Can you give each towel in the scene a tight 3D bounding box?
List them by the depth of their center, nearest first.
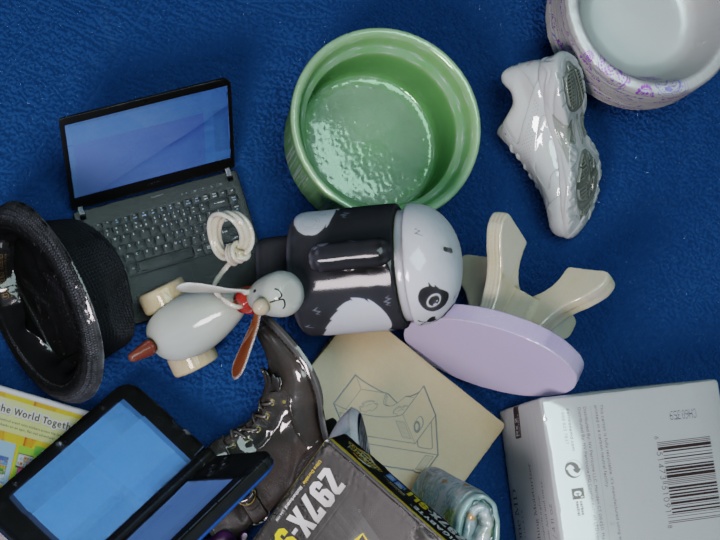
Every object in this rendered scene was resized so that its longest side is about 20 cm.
[{"bbox_3d":[0.073,0.297,1.583,0.048,0.171,0.201,11,89,-17],"label":"towel"}]

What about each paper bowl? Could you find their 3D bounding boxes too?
[{"bbox_3d":[0.299,-0.273,1.804,0.200,0.104,0.202,3,78,-15],"label":"paper bowl"}]

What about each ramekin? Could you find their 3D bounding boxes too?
[{"bbox_3d":[0.016,-0.140,1.708,0.199,0.098,0.201,3,78,-14],"label":"ramekin"}]

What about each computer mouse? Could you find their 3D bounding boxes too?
[{"bbox_3d":[-0.005,0.225,1.590,0.044,0.110,0.201,-8,109,8],"label":"computer mouse"}]

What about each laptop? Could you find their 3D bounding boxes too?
[{"bbox_3d":[-0.190,-0.064,1.637,0.177,0.103,0.201,-16,83,-16],"label":"laptop"}]

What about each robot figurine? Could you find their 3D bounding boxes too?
[{"bbox_3d":[0.000,0.001,1.606,0.199,0.150,0.125,-5,116,11],"label":"robot figurine"}]

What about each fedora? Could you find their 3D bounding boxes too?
[{"bbox_3d":[-0.276,0.021,1.576,0.091,0.200,0.201,-24,86,-38],"label":"fedora"}]

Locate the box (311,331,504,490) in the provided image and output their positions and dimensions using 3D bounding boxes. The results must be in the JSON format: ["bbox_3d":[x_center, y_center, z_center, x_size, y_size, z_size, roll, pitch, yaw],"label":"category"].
[{"bbox_3d":[0.025,0.159,1.690,0.200,0.021,0.164,40,75,-4],"label":"box"}]

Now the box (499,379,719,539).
[{"bbox_3d":[0.265,0.222,1.684,0.199,0.131,0.200,-5,81,-15],"label":"box"}]

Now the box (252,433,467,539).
[{"bbox_3d":[-0.019,0.275,1.514,0.160,0.049,0.200,41,106,17],"label":"box"}]

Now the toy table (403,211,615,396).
[{"bbox_3d":[0.152,0.042,1.671,0.199,0.184,0.117,15,61,30],"label":"toy table"}]

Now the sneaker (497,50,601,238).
[{"bbox_3d":[0.197,-0.133,1.773,0.078,0.099,0.201,-22,108,-53],"label":"sneaker"}]

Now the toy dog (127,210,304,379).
[{"bbox_3d":[-0.151,0.047,1.574,0.132,0.200,0.096,48,44,5],"label":"toy dog"}]

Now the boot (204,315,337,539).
[{"bbox_3d":[-0.112,0.161,1.617,0.174,0.069,0.201,-25,95,-4],"label":"boot"}]

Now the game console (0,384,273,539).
[{"bbox_3d":[-0.210,0.196,1.502,0.200,0.170,0.119,-43,107,-32],"label":"game console"}]

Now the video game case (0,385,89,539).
[{"bbox_3d":[-0.341,0.201,1.548,0.200,0.023,0.183,21,73,-35],"label":"video game case"}]

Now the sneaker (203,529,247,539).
[{"bbox_3d":[-0.206,0.261,1.568,0.199,0.074,0.088,17,95,-28],"label":"sneaker"}]
